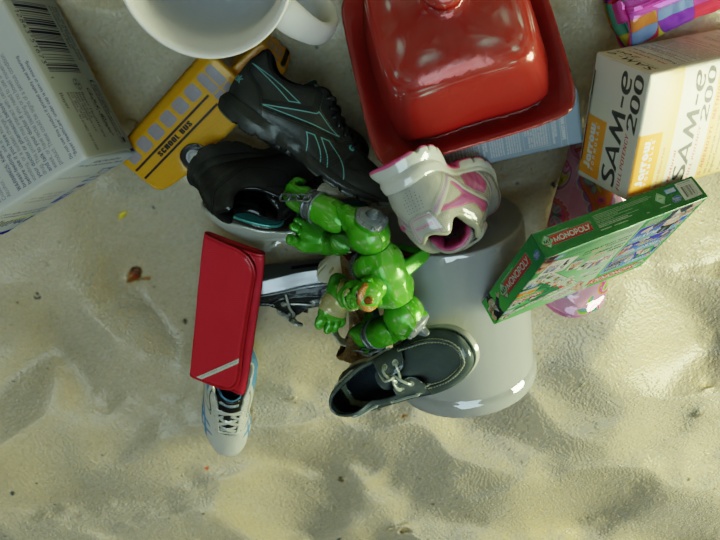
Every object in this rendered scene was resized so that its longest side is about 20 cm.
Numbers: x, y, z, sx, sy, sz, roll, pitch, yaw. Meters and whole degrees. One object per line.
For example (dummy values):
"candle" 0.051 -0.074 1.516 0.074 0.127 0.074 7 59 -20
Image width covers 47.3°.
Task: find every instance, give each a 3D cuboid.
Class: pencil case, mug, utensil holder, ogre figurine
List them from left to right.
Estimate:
"mug" -0.105 -0.275 0.742 0.199 0.176 0.148 32 117 -17
"ogre figurine" 0.000 0.000 0.816 0.119 0.098 0.202 2 105 47
"utensil holder" 0.109 0.034 0.929 0.168 0.170 0.202 -7 118 6
"pencil case" 0.255 -0.045 0.928 0.087 0.088 0.201 4 122 -1
"pencil case" 0.331 -0.284 0.781 0.199 0.089 0.089 -22 118 15

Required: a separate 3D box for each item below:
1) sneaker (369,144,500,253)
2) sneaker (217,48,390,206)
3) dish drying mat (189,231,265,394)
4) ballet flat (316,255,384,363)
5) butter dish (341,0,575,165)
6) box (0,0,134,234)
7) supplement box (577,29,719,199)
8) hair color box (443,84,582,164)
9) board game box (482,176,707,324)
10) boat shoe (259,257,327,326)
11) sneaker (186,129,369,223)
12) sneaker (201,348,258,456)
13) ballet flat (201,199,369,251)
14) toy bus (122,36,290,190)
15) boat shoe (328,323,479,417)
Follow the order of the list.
"sneaker" 0.082 -0.056 0.787 0.081 0.199 0.089 -24 78 31
"sneaker" -0.039 -0.135 0.802 0.199 0.075 0.080 32 96 -10
"dish drying mat" -0.157 0.055 0.954 0.076 0.018 0.201 19 122 12
"ballet flat" -0.012 0.024 0.927 0.072 0.068 0.202 0 120 8
"butter dish" 0.080 -0.223 0.742 0.198 0.148 0.201 -15 75 8
"box" -0.368 -0.151 0.833 0.199 0.105 0.185 -26 95 16
"supplement box" 0.319 -0.158 0.810 0.199 0.074 0.127 -17 125 -24
"hair color box" 0.118 -0.156 0.852 0.198 0.099 0.061 -11 122 8
"board game box" 0.228 -0.018 0.811 0.199 0.029 0.135 -19 157 -23
"boat shoe" -0.079 0.028 0.982 0.197 0.074 0.069 -10 106 -3
"sneaker" -0.077 -0.096 0.870 0.198 0.091 0.076 -18 146 -18
"sneaker" -0.174 0.172 1.072 0.071 0.073 0.201 6 122 -4
"ballet flat" -0.083 -0.049 0.945 0.198 0.070 0.070 4 121 -5
"toy bus" -0.163 -0.173 0.869 0.078 0.065 0.200 41 114 -19
"boat shoe" 0.041 0.114 0.872 0.199 0.062 0.073 -26 97 43
